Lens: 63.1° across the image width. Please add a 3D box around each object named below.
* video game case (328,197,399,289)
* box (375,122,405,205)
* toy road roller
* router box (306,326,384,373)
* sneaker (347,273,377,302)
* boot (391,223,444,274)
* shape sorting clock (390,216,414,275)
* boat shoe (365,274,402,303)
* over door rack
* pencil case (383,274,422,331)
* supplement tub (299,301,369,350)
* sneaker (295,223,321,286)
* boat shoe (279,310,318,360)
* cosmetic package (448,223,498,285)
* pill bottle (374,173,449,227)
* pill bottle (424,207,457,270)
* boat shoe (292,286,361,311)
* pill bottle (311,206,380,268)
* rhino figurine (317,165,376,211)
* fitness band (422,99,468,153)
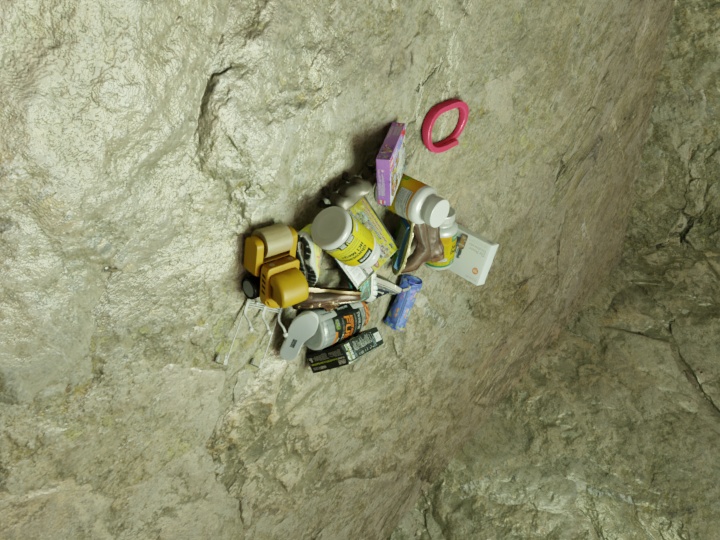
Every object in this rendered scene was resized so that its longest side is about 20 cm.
[{"bbox_3d":[-0.005,-0.079,1.632,0.181,0.025,0.200,-44,116,-18],"label":"video game case"},{"bbox_3d":[0.083,-0.285,1.558,0.200,0.039,0.137,-69,161,-47],"label":"box"},{"bbox_3d":[-0.195,0.001,1.422,0.123,0.146,0.201,-22,132,-41],"label":"toy road roller"},{"bbox_3d":[-0.049,0.240,1.764,0.150,0.200,0.062,-24,89,-41],"label":"router box"},{"bbox_3d":[0.000,0.000,1.695,0.091,0.077,0.201,-12,102,-44],"label":"sneaker"},{"bbox_3d":[0.168,-0.095,1.827,0.186,0.064,0.200,-22,131,-6],"label":"boot"},{"bbox_3d":[0.127,-0.082,1.750,0.039,0.200,0.201,15,109,-11],"label":"shape sorting clock"},{"bbox_3d":[0.046,0.063,1.844,0.200,0.075,0.093,23,99,-46],"label":"boat shoe"},{"bbox_3d":[-0.268,0.173,1.536,0.148,0.067,0.200,20,100,-54],"label":"over door rack"},{"bbox_3d":[0.145,0.109,1.990,0.087,0.078,0.201,-48,158,-72],"label":"pencil case"},{"bbox_3d":[-0.075,0.146,1.707,0.200,0.122,0.123,-19,130,-43],"label":"supplement tub"},{"bbox_3d":[-0.132,-0.039,1.538,0.200,0.078,0.090,98,16,-48],"label":"sneaker"},{"bbox_3d":[-0.171,0.170,1.622,0.200,0.068,0.057,-56,-166,37],"label":"boat shoe"},{"bbox_3d":[0.359,-0.061,2.018,0.052,0.200,0.151,-12,125,-45],"label":"cosmetic package"},{"bbox_3d":[0.147,-0.198,1.646,0.111,0.200,0.111,-31,138,-33],"label":"pill bottle"},{"bbox_3d":[0.262,-0.110,1.937,0.113,0.113,0.200,-30,136,-35],"label":"pill bottle"},{"bbox_3d":[-0.094,0.079,1.625,0.199,0.070,0.071,3,94,-18],"label":"boat shoe"},{"bbox_3d":[-0.030,-0.076,1.508,0.113,0.112,0.200,-58,145,0],"label":"pill bottle"},{"bbox_3d":[-0.015,-0.216,1.529,0.200,0.087,0.060,-41,143,-23],"label":"rhino figurine"},{"bbox_3d":[0.254,-0.431,1.749,0.200,0.037,0.144,-30,134,-36],"label":"fitness band"}]
